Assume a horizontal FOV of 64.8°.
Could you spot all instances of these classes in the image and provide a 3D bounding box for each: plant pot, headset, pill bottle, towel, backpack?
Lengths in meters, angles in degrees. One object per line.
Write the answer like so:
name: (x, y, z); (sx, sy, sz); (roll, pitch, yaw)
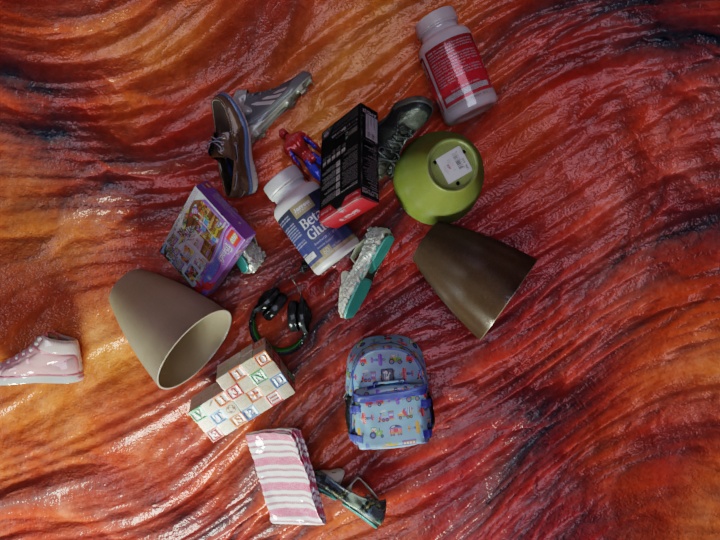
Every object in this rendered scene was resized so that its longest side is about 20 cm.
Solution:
plant pot: (-0.389, 0.093, 1.107); (0.199, 0.187, 0.188); (37, 92, 13)
headset: (-0.150, 0.074, 1.159); (0.122, 0.094, 0.202); (23, 107, -4)
pill bottle: (-0.101, -0.103, 1.121); (0.111, 0.111, 0.201); (-37, 91, 1)
plant pot: (0.159, -0.186, 1.074); (0.184, 0.200, 0.191); (0, 91, 0)
towel: (-0.155, 0.419, 1.143); (0.145, 0.030, 0.203); (-15, 91, 34)
plant pot: (0.207, -0.001, 1.105); (0.199, 0.187, 0.188); (36, 92, 13)
backpack: (0.055, 0.233, 1.121); (0.179, 0.135, 0.204); (-2, 89, -1)
pill bottle: (0.181, -0.399, 1.111); (0.111, 0.112, 0.203); (-23, 92, 1)

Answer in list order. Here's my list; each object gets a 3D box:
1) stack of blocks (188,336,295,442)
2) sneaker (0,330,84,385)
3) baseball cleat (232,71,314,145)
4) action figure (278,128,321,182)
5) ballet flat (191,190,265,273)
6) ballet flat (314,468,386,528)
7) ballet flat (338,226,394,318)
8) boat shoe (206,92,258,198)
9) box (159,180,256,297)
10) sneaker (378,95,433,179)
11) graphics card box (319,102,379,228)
stack of blocks: (-0.244, 0.239, 1.138); (0.198, 0.059, 0.116); (-32, 111, 2)
sneaker: (-0.665, 0.173, 1.149); (0.196, 0.075, 0.107); (0, 96, -7)
baseball cleat: (-0.191, -0.344, 1.136); (0.200, 0.070, 0.106); (-45, 91, 1)
action figure: (-0.094, -0.217, 1.150); (0.065, 0.052, 0.200); (-45, 86, -4)
ballet flat: (-0.263, -0.085, 1.146); (0.071, 0.072, 0.201); (-35, 93, 1)
ballet flat: (-0.034, 0.449, 1.166); (0.198, 0.074, 0.075); (32, 92, 0)
ballet flat: (0.000, 0.000, 1.156); (0.071, 0.072, 0.202); (29, 89, -1)
boat shoe: (-0.256, -0.239, 1.104); (0.071, 0.072, 0.203); (3, 115, 42)
box: (-0.301, -0.054, 1.104); (0.137, 0.039, 0.200); (46, 127, 3)
sneaker: (0.065, -0.242, 1.073); (0.075, 0.198, 0.116); (19, 60, -35)
graphics card box: (-0.022, -0.194, 1.059); (0.050, 0.125, 0.203); (16, 61, -36)
